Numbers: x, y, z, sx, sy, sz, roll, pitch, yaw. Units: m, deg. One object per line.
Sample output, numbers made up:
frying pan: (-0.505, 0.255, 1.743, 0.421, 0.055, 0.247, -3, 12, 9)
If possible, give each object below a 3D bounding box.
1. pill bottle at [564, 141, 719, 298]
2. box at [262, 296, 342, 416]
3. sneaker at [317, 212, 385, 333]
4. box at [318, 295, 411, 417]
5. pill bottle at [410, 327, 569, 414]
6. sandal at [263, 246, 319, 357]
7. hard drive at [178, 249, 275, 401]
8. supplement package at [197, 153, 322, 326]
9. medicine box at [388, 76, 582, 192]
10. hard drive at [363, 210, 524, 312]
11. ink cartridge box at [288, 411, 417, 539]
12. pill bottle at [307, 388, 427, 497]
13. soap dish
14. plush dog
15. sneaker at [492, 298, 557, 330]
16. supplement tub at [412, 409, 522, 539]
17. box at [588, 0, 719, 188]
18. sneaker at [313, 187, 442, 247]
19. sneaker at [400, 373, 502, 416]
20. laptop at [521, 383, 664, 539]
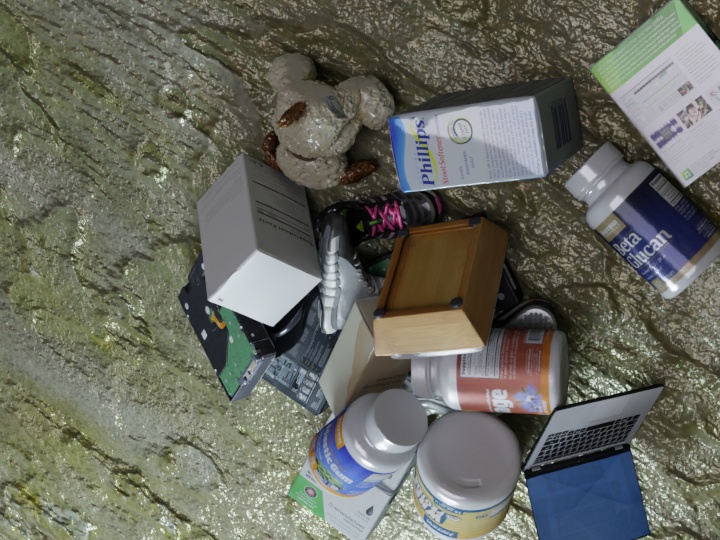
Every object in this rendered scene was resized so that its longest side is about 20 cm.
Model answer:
pill bottle: (0.361, -0.069, 1.511, 0.200, 0.111, 0.111, 44, 119, 6)
box: (-0.082, 0.101, 1.805, 0.157, 0.051, 0.200, 32, 118, 12)
sneaker: (0.000, 0.000, 1.666, 0.115, 0.075, 0.200, -2, 129, -9)
box: (0.017, 0.125, 1.688, 0.078, 0.095, 0.200, 63, 149, 31)
pill bottle: (0.173, 0.133, 1.569, 0.199, 0.112, 0.113, 1, 107, 17)
sandal: (-0.105, 0.048, 1.745, 0.076, 0.043, 0.200, 36, 118, 11)
hard drive: (-0.206, 0.082, 1.800, 0.200, 0.038, 0.140, 60, 143, 22)
supplement package: (-0.148, -0.044, 1.692, 0.120, 0.200, 0.121, 25, 126, -34)
medicine box: (0.165, -0.178, 1.526, 0.199, 0.182, 0.103, -5, 104, 26)
hard drive: (0.118, 0.015, 1.693, 0.200, 0.038, 0.140, -25, 95, 28)
ink cartridge box: (-0.002, 0.296, 1.812, 0.146, 0.084, 0.200, 33, 116, 12)
pill bottle: (0.012, 0.236, 1.630, 0.112, 0.112, 0.200, 48, 144, 4)
soap dish: (0.104, 0.020, 1.568, 0.157, 0.200, 0.081, -7, 135, 27)
plush dog: (-0.064, -0.188, 1.665, 0.199, 0.161, 0.172, 19, 137, 18)
sneaker: (0.195, 0.110, 1.658, 0.200, 0.079, 0.079, -34, 95, 21)
supplement tub: (0.148, 0.298, 1.667, 0.144, 0.145, 0.200, 27, 152, 15)
box: (0.406, -0.225, 1.484, 0.144, 0.036, 0.200, -39, 89, 29)
sneaker: (0.018, -0.071, 1.682, 0.199, 0.087, 0.074, -5, 104, 26)
sneaker: (0.133, 0.165, 1.714, 0.199, 0.078, 0.100, 0, 101, 23)
laptop: (0.326, 0.271, 1.572, 0.116, 0.187, 0.200, 58, 144, 36)
